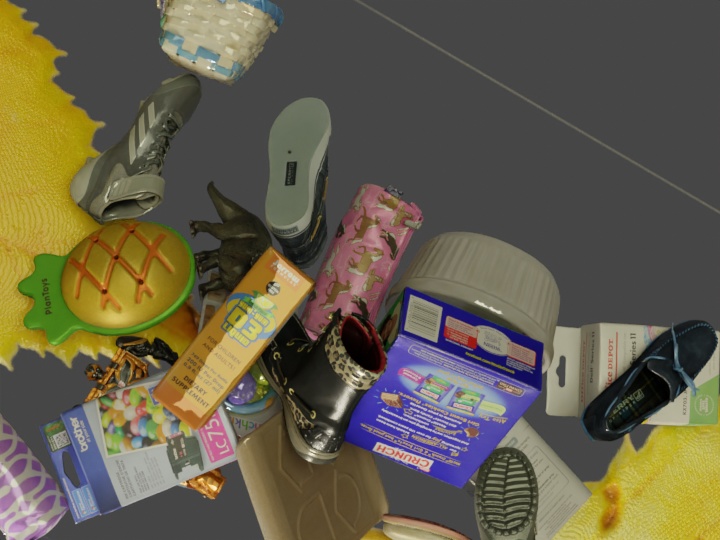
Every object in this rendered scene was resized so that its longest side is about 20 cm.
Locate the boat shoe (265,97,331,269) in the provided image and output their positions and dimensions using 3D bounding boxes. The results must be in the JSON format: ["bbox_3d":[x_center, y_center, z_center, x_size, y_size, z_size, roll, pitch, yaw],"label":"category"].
[{"bbox_3d":[-0.070,-0.102,1.718,0.070,0.091,0.201,1,55,12],"label":"boat shoe"}]

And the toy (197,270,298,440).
[{"bbox_3d":[-0.128,0.096,1.656,0.115,0.047,0.201,16,60,-17],"label":"toy"}]

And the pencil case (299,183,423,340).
[{"bbox_3d":[0.000,0.000,1.710,0.083,0.086,0.201,29,79,-23],"label":"pencil case"}]

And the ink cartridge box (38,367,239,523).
[{"bbox_3d":[-0.238,0.183,1.588,0.199,0.042,0.120,-22,86,-1],"label":"ink cartridge box"}]

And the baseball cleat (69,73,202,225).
[{"bbox_3d":[-0.234,-0.130,1.667,0.200,0.070,0.106,-47,60,-5],"label":"baseball cleat"}]

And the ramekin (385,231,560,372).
[{"bbox_3d":[0.137,0.037,1.686,0.202,0.202,0.095,27,67,-8],"label":"ramekin"}]

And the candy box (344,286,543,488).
[{"bbox_3d":[0.080,0.130,1.592,0.168,0.200,0.077,23,44,-10],"label":"candy box"}]

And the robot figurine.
[{"bbox_3d":[-0.222,0.161,1.652,0.199,0.058,0.145,33,73,-8],"label":"robot figurine"}]

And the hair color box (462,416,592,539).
[{"bbox_3d":[0.166,0.225,1.734,0.099,0.061,0.200,-44,95,-14],"label":"hair color box"}]

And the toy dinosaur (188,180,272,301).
[{"bbox_3d":[-0.139,-0.021,1.672,0.102,0.077,0.201,-7,42,-8],"label":"toy dinosaur"}]

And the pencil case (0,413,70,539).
[{"bbox_3d":[-0.400,0.212,1.599,0.085,0.084,0.200,-35,92,25],"label":"pencil case"}]

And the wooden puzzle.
[{"bbox_3d":[-0.058,0.235,1.640,0.200,0.046,0.186,-31,106,-52],"label":"wooden puzzle"}]

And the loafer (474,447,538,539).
[{"bbox_3d":[0.164,0.301,1.665,0.075,0.070,0.201,1,70,0],"label":"loafer"}]

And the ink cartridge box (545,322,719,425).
[{"bbox_3d":[0.329,0.125,1.779,0.199,0.067,0.118,4,83,-13],"label":"ink cartridge box"}]

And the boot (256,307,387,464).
[{"bbox_3d":[-0.042,0.083,1.572,0.073,0.154,0.204,2,47,-31],"label":"boot"}]

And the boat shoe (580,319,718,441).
[{"bbox_3d":[0.349,0.135,1.712,0.200,0.069,0.084,-45,96,-13],"label":"boat shoe"}]

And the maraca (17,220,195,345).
[{"bbox_3d":[-0.280,0.013,1.634,0.199,0.107,0.138,-15,60,-2],"label":"maraca"}]

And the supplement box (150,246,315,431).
[{"bbox_3d":[-0.132,0.070,1.545,0.066,0.069,0.200,38,86,1],"label":"supplement box"}]

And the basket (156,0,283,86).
[{"bbox_3d":[-0.150,-0.318,1.666,0.139,0.176,0.201,27,89,-3],"label":"basket"}]

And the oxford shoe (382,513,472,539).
[{"bbox_3d":[0.108,0.341,1.703,0.199,0.071,0.074,26,81,-9],"label":"oxford shoe"}]
